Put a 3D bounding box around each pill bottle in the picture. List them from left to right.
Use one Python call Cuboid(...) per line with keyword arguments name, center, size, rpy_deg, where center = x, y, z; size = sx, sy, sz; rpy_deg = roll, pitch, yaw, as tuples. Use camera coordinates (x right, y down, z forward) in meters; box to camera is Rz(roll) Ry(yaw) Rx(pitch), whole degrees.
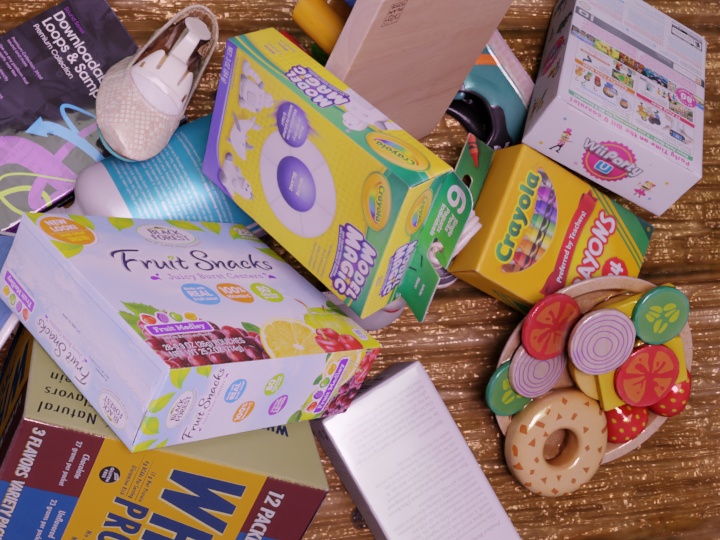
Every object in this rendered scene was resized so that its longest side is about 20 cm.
Cuboid(name="pill bottle", center=(-0.154, -0.054, 0.769), size=(0.200, 0.111, 0.111), rpy_deg=(-26, 89, -16))

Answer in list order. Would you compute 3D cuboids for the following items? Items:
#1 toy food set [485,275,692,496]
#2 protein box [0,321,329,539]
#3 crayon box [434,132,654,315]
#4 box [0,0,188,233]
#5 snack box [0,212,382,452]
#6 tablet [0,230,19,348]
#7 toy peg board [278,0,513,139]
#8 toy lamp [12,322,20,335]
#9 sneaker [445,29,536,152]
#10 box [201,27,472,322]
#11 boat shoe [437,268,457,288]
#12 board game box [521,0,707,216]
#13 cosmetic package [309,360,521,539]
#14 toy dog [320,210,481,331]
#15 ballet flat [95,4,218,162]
Cuboid(name="toy food set", center=(0.206, 0.095, 0.830), size=(0.199, 0.049, 0.198), rpy_deg=(-20, 116, -6))
Cuboid(name="protein box", center=(-0.153, 0.121, 0.663), size=(0.198, 0.200, 0.135), rpy_deg=(19, 110, -23))
Cuboid(name="crayon box", center=(0.163, -0.026, 0.848), size=(0.200, 0.051, 0.127), rpy_deg=(27, 78, -23))
Cuboid(name="box", center=(-0.266, -0.131, 0.791), size=(0.200, 0.036, 0.143), rpy_deg=(-36, 92, -17))
Cuboid(name="snack box", center=(-0.111, 0.033, 0.635), size=(0.169, 0.200, 0.068), rpy_deg=(40, 111, 31))
Cuboid(name="tablet", center=(-0.291, 0.058, 0.661), size=(0.014, 0.130, 0.200), rpy_deg=(45, 64, -41))
Cuboid(name="toy peg board", center=(0.009, -0.180, 0.718), size=(0.098, 0.199, 0.200), rpy_deg=(45, 45, 14))
Cuboid(name="toy lamp", center=(-0.280, 0.039, 0.756), size=(0.199, 0.058, 0.058), rpy_deg=(19, 79, -12))
Cuboid(name="sneaker", center=(0.082, -0.196, 0.864), size=(0.080, 0.071, 0.200), rpy_deg=(-41, 95, -19))
Cuboid(name="box", center=(-0.021, -0.058, 0.627), size=(0.200, 0.118, 0.048), rpy_deg=(40, 44, 22))
Cuboid(name="boat shoe", center=(0.028, -0.069, 0.839), size=(0.073, 0.063, 0.200), rpy_deg=(-36, 93, -17))
Cuboid(name="board game box", center=(0.237, -0.168, 0.860), size=(0.147, 0.064, 0.200), rpy_deg=(27, 50, -9))
Cuboid(name="cosmetic package", center=(0.050, 0.188, 0.807), size=(0.101, 0.071, 0.200), rpy_deg=(-29, 90, -15))
Cuboid(name="toy dog", center=(0.000, 0.000, 0.765), size=(0.096, 0.200, 0.132), rpy_deg=(44, 59, 5))
Cuboid(name="ballet flat", center=(-0.158, -0.161, 0.751), size=(0.067, 0.062, 0.200), rpy_deg=(37, 32, -22))
